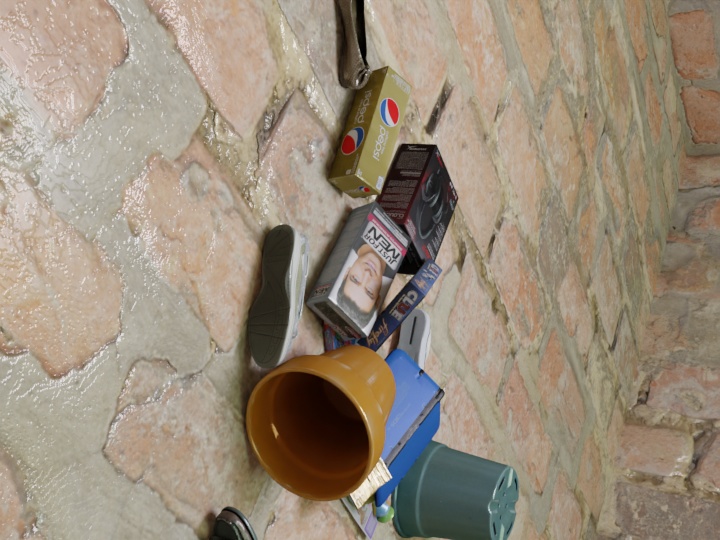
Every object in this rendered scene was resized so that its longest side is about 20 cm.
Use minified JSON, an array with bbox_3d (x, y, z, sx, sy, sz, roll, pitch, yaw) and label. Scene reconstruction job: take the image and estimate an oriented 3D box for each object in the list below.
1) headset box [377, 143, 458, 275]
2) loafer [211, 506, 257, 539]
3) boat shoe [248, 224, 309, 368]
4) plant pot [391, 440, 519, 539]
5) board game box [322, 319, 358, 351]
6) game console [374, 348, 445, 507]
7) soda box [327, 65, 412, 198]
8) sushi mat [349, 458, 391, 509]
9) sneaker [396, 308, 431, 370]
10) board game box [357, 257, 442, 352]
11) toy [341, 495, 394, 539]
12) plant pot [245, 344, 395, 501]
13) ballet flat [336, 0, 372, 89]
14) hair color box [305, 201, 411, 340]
[{"bbox_3d":[0.094,-0.100,1.678,0.149,0.076,0.202,60,43,-46],"label":"headset box"},{"bbox_3d":[-0.172,0.422,1.304,0.063,0.071,0.203,-35,127,-46],"label":"loafer"},{"bbox_3d":[-0.109,0.040,1.347,0.065,0.074,0.205,24,67,-55],"label":"boat shoe"},{"bbox_3d":[0.189,0.432,1.817,0.199,0.194,0.204,-14,107,-58],"label":"plant pot"},{"bbox_3d":[-0.021,0.143,1.571,0.103,0.019,0.203,-35,124,-54],"label":"board game box"},{"bbox_3d":[0.047,0.268,1.619,0.171,0.118,0.200,44,59,-2],"label":"game console"},{"bbox_3d":[0.017,-0.221,1.515,0.064,0.067,0.203,33,65,-37],"label":"soda box"},{"bbox_3d":[-0.024,0.263,1.492,0.095,0.012,0.202,-29,91,-44],"label":"sushi mat"},{"bbox_3d":[0.093,0.172,1.727,0.071,0.072,0.203,48,57,-60],"label":"sneaker"},{"bbox_3d":[0.069,0.057,1.568,0.136,0.035,0.200,-50,178,17],"label":"board game box"},{"bbox_3d":[0.019,0.374,1.654,0.116,0.047,0.201,-62,144,-36],"label":"toy"},{"bbox_3d":[-0.038,0.200,1.383,0.183,0.197,0.203,-37,127,-60],"label":"plant pot"},{"bbox_3d":[-0.006,-0.385,1.481,0.067,0.046,0.203,-17,110,-59],"label":"ballet flat"},{"bbox_3d":[0.000,0.000,1.513,0.099,0.060,0.202,44,55,-27],"label":"hair color box"}]
